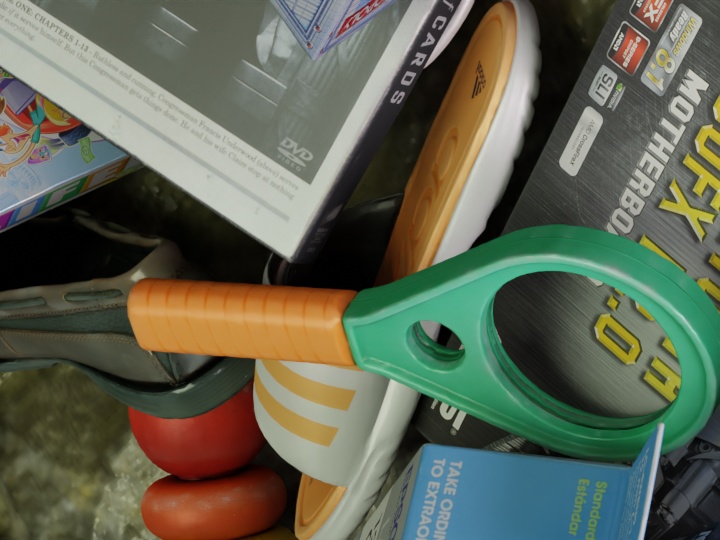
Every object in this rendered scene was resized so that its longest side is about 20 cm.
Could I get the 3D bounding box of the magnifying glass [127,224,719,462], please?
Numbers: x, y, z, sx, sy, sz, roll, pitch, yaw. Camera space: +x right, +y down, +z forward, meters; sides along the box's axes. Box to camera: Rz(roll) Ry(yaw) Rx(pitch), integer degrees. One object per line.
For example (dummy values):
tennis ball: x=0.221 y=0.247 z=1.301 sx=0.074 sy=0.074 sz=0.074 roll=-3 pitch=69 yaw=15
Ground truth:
magnifying glass: x=0.017 y=0.020 z=0.812 sx=0.199 sy=0.022 sz=0.080 roll=5 pitch=130 yaw=29

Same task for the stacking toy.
stacking toy: x=-0.047 y=0.123 z=0.975 sx=0.085 sy=0.085 sz=0.201 roll=-1 pitch=97 yaw=41

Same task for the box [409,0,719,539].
box: x=0.117 y=0.018 z=0.808 sx=0.158 sy=0.048 sz=0.201 roll=43 pitch=128 yaw=23

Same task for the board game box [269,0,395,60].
board game box: x=-0.021 y=-0.173 z=0.746 sx=0.199 sy=0.062 sz=0.201 roll=29 pitch=128 yaw=18

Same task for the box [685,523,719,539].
box: x=0.195 y=0.136 z=0.730 sx=0.158 sy=0.048 sz=0.200 roll=-31 pitch=96 yaw=37

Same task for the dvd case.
dvd case: x=-0.029 y=-0.126 z=0.840 sx=0.150 sy=0.025 sz=0.201 roll=33 pitch=102 yaw=17

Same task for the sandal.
sandal: x=0.000 y=-0.004 z=0.877 sx=0.059 sy=0.079 sz=0.207 roll=16 pitch=115 yaw=-11

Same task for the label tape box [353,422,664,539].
label tape box: x=0.022 y=0.133 z=0.791 sx=0.066 sy=0.144 sz=0.200 roll=16 pitch=155 yaw=-4

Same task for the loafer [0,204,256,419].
loafer: x=-0.111 y=-0.001 z=0.966 sx=0.199 sy=0.072 sz=0.063 roll=13 pitch=143 yaw=47

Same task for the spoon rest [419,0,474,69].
spoon rest: x=-0.040 y=-0.130 z=0.881 sx=0.200 sy=0.061 sz=0.100 roll=33 pitch=105 yaw=30

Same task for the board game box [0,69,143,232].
board game box: x=-0.156 y=-0.111 z=0.945 sx=0.201 sy=0.134 sz=0.034 roll=61 pitch=159 yaw=7
